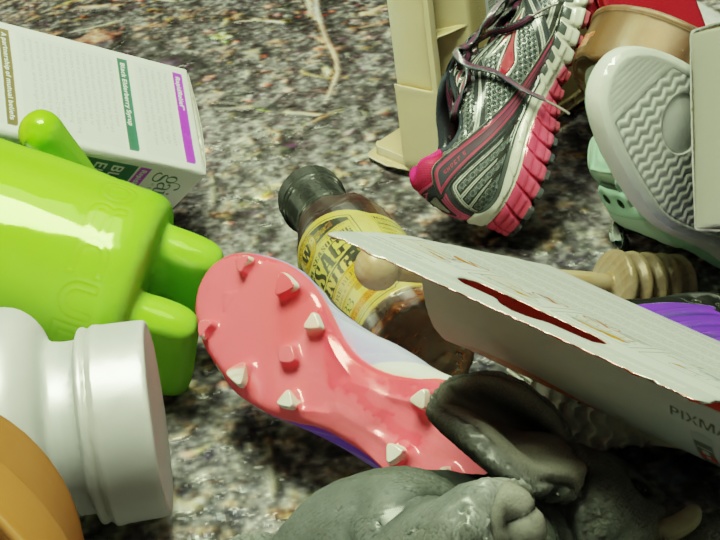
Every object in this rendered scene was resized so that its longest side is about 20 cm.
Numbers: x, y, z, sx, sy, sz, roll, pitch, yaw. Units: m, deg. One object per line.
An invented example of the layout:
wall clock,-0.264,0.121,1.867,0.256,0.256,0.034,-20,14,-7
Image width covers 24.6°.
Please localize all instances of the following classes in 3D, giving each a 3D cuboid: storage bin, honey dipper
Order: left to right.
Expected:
storage bin,0.076,-0.190,1.079,0.093,0.202,0.198,16,37,37
honey dipper,0.084,0.004,0.838,0.198,0.038,0.038,4,23,-28

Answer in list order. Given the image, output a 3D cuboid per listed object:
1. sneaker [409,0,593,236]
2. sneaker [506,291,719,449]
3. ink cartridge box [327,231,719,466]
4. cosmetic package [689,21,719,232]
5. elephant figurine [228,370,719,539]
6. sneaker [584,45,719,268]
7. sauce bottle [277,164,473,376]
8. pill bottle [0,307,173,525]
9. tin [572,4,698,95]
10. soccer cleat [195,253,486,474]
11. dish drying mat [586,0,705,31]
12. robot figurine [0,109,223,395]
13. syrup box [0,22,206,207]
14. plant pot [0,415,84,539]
sneaker,0.088,-0.125,0.984,0.074,0.081,0.202,18,73,-7
sneaker,0.178,0.049,0.782,0.198,0.070,0.099,14,29,28
ink cartridge box,0.092,0.040,0.649,0.161,0.051,0.199,25,11,30
cosmetic package,0.263,-0.071,0.819,0.198,0.106,0.071,0,0,-26
elephant figurine,0.066,0.113,0.661,0.141,0.156,0.199,-39,-7,39
sneaker,0.147,-0.059,0.885,0.118,0.200,0.074,23,79,46
sauce bottle,0.000,0.000,0.908,0.065,0.067,0.200,-15,29,-15
pill bottle,-0.190,0.080,0.748,0.198,0.121,0.120,-8,30,-4
tin,0.210,-0.081,0.922,0.199,0.042,0.112,29,-5,1
soccer cleat,0.000,0.055,0.785,0.199,0.076,0.067,29,89,34
dish drying mat,0.181,-0.145,1.025,0.076,0.202,0.018,-14,-12,-15
robot figurine,-0.174,-0.003,0.860,0.198,0.116,0.177,17,59,0
syrup box,-0.195,-0.085,0.966,0.199,0.079,0.082,11,54,-37
plant pot,-0.182,0.129,0.608,0.198,0.202,0.140,-4,14,5
